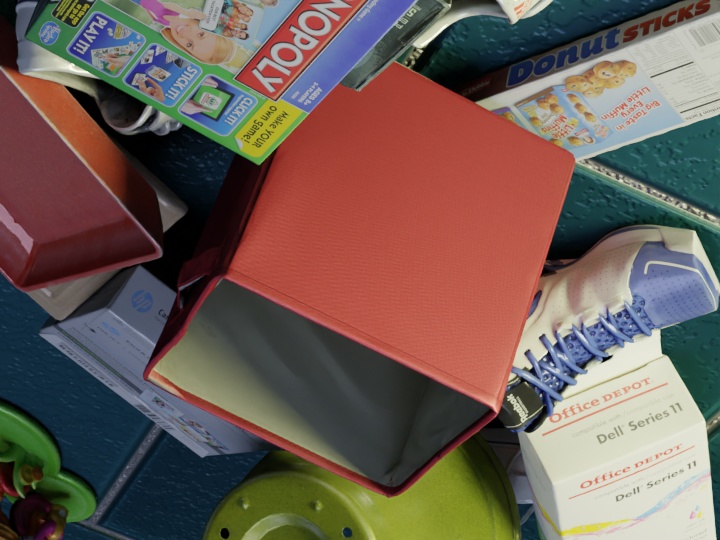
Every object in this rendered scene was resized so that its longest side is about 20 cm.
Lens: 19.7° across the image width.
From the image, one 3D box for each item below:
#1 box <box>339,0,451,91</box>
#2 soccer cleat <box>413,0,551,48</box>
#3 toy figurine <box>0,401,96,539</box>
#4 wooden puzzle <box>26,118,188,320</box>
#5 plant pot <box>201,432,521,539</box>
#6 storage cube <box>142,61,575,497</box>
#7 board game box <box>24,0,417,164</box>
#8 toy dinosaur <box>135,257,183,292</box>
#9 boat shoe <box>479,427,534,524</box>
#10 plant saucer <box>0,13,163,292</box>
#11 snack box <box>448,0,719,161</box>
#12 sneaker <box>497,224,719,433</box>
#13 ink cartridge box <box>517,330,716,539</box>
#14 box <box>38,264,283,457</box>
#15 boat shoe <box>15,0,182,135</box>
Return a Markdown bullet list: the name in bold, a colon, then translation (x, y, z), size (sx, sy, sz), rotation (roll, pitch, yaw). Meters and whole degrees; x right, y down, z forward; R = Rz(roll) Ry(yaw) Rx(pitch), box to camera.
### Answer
- **box**: translation (-0.043, -0.213, 1.005), size (0.199, 0.164, 0.086), rotation (30, 141, -21)
- **soccer cleat**: translation (0.100, -0.172, 1.076), size (0.199, 0.086, 0.069), rotation (-15, 135, 34)
- **toy figurine**: translation (-0.316, 0.223, 1.649), size (0.150, 0.185, 0.200), rotation (-22, 132, 39)
- **wooden puzzle**: translation (-0.218, -0.067, 1.338), size (0.185, 0.037, 0.200), rotation (43, 142, -11)
- **plant pot**: translation (-0.013, 0.188, 1.406), size (0.199, 0.202, 0.193), rotation (-2, 180, 21)
- **storage cube**: translation (0.000, 0.000, 1.230), size (0.199, 0.181, 0.171), rotation (25, 150, -10)
- **board game box**: translation (-0.053, -0.136, 0.947), size (0.134, 0.029, 0.200), rotation (28, 141, -17)
- **toy dinosaur**: translation (-0.056, 0.039, 1.407), size (0.199, 0.103, 0.136), rotation (3, 165, -22)
- **boat shoe**: translation (0.082, 0.160, 1.514), size (0.201, 0.086, 0.075), rotation (10, 144, 3)
- **plant saucer**: translation (-0.217, -0.080, 1.243), size (0.200, 0.037, 0.199), rotation (49, 150, -19)
- **snack box**: translation (0.144, -0.104, 1.202), size (0.199, 0.024, 0.072), rotation (-18, 134, 35)
- **sneaker**: translation (0.131, 0.046, 1.327), size (0.198, 0.116, 0.081), rotation (-10, 139, 29)
- **ink cartridge box**: translation (0.176, 0.135, 1.430), size (0.117, 0.067, 0.200), rotation (-22, 140, -4)
- **box**: translation (-0.128, 0.066, 1.420), size (0.156, 0.041, 0.200), rotation (38, 163, -13)
- **boat shoe**: translation (-0.129, -0.110, 1.202), size (0.073, 0.066, 0.200), rotation (0, 167, 39)
